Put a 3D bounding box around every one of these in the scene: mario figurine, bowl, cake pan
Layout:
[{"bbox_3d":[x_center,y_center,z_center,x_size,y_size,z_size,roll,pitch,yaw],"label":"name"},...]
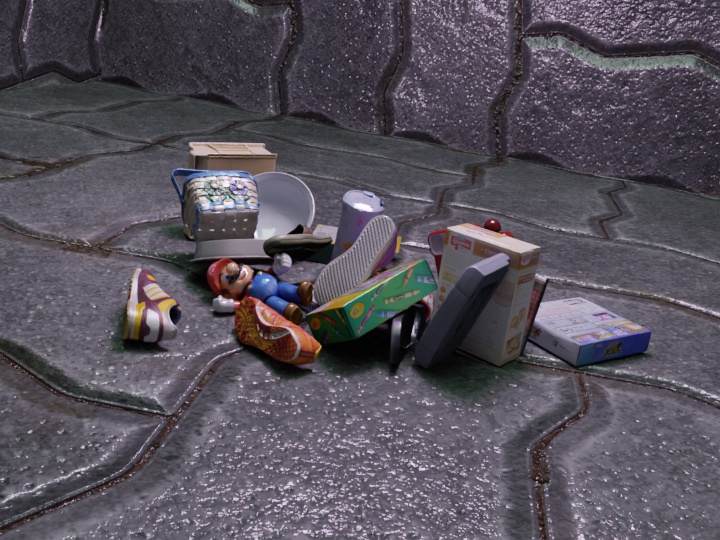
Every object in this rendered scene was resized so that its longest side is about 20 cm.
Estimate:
[{"bbox_3d":[-0.189,0.024,1.466,0.197,0.108,0.123,17,22,20],"label":"mario figurine"},{"bbox_3d":[-0.191,-0.106,1.806,0.197,0.091,0.204,-2,62,4],"label":"bowl"},{"bbox_3d":[-0.233,-0.034,1.607,0.196,0.037,0.200,-2,-4,0],"label":"cake pan"}]

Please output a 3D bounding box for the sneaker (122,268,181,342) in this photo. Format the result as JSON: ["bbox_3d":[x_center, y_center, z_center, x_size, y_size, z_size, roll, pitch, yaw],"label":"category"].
[{"bbox_3d":[-0.340,0.062,1.361,0.089,0.076,0.201,11,24,-16],"label":"sneaker"}]

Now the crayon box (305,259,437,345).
[{"bbox_3d":[0.020,0.053,1.385,0.199,0.059,0.118,-28,7,-35],"label":"crayon box"}]

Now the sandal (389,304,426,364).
[{"bbox_3d":[0.088,0.100,1.392,0.042,0.077,0.200,6,17,17],"label":"sandal"}]

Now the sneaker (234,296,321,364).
[{"bbox_3d":[-0.140,0.104,1.339,0.077,0.074,0.199,21,9,-45],"label":"sneaker"}]

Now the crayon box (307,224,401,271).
[{"bbox_3d":[-0.012,-0.049,1.835,0.196,0.052,0.126,8,19,4],"label":"crayon box"}]

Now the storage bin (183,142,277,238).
[{"bbox_3d":[-0.298,-0.177,1.860,0.196,0.203,0.094,-4,23,-31],"label":"storage bin"}]

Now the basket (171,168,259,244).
[{"bbox_3d":[-0.287,-0.146,1.699,0.174,0.141,0.201,-3,37,-24],"label":"basket"}]

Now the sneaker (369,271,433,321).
[{"bbox_3d":[0.040,0.051,1.537,0.198,0.068,0.108,10,16,-2],"label":"sneaker"}]

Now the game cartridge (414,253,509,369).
[{"bbox_3d":[0.162,0.066,1.339,0.041,0.202,0.132,42,31,23],"label":"game cartridge"}]

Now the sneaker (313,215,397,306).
[{"bbox_3d":[0.001,0.000,1.512,0.073,0.200,0.114,43,-6,17],"label":"sneaker"}]

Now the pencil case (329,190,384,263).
[{"bbox_3d":[-0.013,-0.056,1.620,0.082,0.203,0.091,10,28,-8],"label":"pencil case"}]

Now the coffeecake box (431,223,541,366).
[{"bbox_3d":[0.212,0.039,1.428,0.152,0.203,0.073,22,22,36],"label":"coffeecake box"}]

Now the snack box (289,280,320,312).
[{"bbox_3d":[-0.060,0.066,1.518,0.071,0.025,0.199,-6,23,-36],"label":"snack box"}]

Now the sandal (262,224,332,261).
[{"bbox_3d":[-0.116,-0.061,1.560,0.079,0.058,0.200,-30,-15,21],"label":"sandal"}]

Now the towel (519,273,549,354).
[{"bbox_3d":[0.230,0.049,1.499,0.198,0.149,0.022,23,8,36],"label":"towel"}]

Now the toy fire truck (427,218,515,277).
[{"bbox_3d":[0.228,-0.008,1.580,0.198,0.171,0.112,-9,6,36],"label":"toy fire truck"}]

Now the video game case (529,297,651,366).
[{"bbox_3d":[0.407,0.110,1.543,0.197,0.046,0.181,-5,21,-33],"label":"video game case"}]
